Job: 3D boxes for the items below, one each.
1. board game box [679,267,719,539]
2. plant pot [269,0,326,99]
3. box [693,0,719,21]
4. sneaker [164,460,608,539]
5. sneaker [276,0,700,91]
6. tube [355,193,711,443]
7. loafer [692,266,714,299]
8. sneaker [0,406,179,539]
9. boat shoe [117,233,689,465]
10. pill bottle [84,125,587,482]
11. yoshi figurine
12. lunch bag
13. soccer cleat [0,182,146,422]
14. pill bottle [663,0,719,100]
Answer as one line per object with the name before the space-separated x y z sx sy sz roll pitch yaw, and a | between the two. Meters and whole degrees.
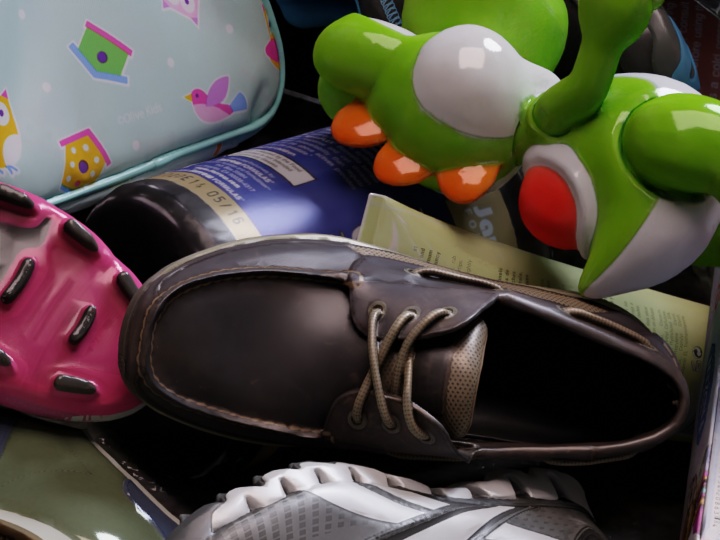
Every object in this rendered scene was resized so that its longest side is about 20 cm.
board game box | 0.221 0.051 1.076 0.198 0.041 0.201 14 51 0
plant pot | -0.075 -0.200 1.301 0.199 0.201 0.177 18 0 17
box | 0.134 -0.209 1.215 0.198 0.123 0.200 37 23 7
sneaker | 0.020 0.109 0.969 0.199 0.067 0.091 0 33 -40
sneaker | 0.049 -0.097 1.192 0.082 0.073 0.200 -45 47 -17
tube | 0.072 0.026 1.092 0.199 0.052 0.058 11 56 -35
loafer | 0.208 0.021 1.181 0.070 0.070 0.200 -24 52 -33
sneaker | -0.133 0.077 1.021 0.200 0.067 0.090 27 22 37
boat shoe | 0.020 0.027 1.002 0.199 0.075 0.073 3 0 -19
pill bottle | 0.000 0.000 1.125 0.199 0.112 0.112 -18 38 -36
yoshi figurine | 0.084 -0.063 1.064 0.199 0.113 0.112 21 19 19
lunch bag | -0.126 -0.101 1.113 0.077 0.161 0.200 -13 7 43
soccer cleat | -0.159 -0.001 1.031 0.199 0.086 0.070 25 66 -1
pill bottle | 0.123 -0.073 1.278 0.199 0.113 0.112 9 30 1
